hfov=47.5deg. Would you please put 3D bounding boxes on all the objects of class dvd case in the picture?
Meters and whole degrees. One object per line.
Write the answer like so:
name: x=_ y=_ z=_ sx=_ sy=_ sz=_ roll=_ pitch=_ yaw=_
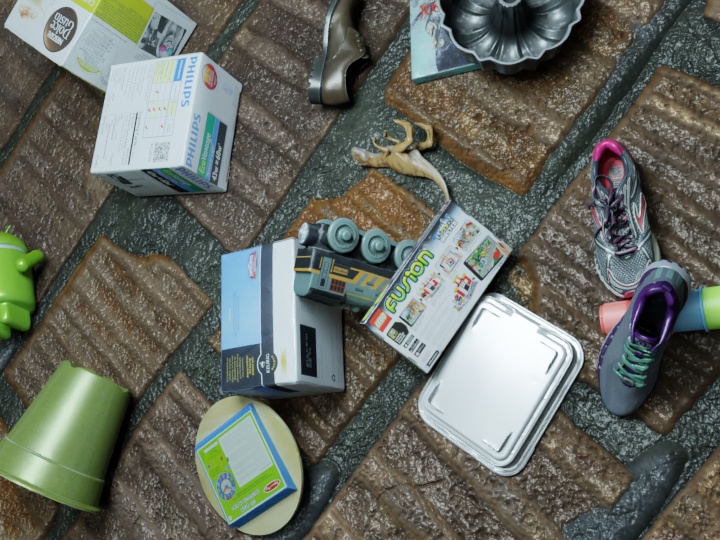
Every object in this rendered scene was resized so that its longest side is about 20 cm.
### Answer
dvd case: x=0.141 y=-0.389 z=1.225 sx=0.144 sy=0.022 sz=0.203 roll=-7 pitch=73 yaw=26

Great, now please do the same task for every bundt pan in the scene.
bundt pan: x=0.208 y=-0.360 z=1.133 sx=0.199 sy=0.076 sz=0.205 roll=-3 pitch=76 yaw=11

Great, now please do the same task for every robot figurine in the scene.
robot figurine: x=-0.654 y=0.019 z=1.481 sx=0.174 sy=0.116 sz=0.202 roll=-22 pitch=66 yaw=11

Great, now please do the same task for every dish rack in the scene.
dish rack: x=0.172 y=0.141 z=1.057 sx=0.171 sy=0.043 sz=0.201 roll=32 pitch=92 yaw=31

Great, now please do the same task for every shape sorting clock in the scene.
shape sorting clock: x=-0.161 y=0.280 z=1.178 sx=0.198 sy=0.039 sz=0.203 roll=2 pitch=94 yaw=35

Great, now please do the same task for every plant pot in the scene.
plant pot: x=-0.457 y=0.253 z=1.294 sx=0.198 sy=0.200 sz=0.192 roll=15 pitch=71 yaw=30

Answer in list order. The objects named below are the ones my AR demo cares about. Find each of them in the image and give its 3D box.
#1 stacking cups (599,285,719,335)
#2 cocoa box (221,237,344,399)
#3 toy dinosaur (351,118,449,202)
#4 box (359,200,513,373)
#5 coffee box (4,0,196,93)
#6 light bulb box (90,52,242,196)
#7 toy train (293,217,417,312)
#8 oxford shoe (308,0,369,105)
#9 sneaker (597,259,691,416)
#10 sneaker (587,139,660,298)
stacking cups: x=0.383 y=0.048 z=0.959 sx=0.198 sy=0.060 sz=0.061 roll=-10 pitch=72 yaw=26
cocoa box: x=-0.112 y=0.075 z=1.171 sx=0.130 sy=0.133 sz=0.203 roll=-11 pitch=72 yaw=27
toy dinosaur: x=0.077 y=-0.160 z=1.189 sx=0.199 sy=0.060 sz=0.107 roll=26 pitch=114 yaw=36
box: x=0.101 y=0.021 z=1.080 sx=0.110 sy=0.035 sz=0.201 roll=37 pitch=84 yaw=-5
coffee box: x=-0.459 y=-0.434 z=1.449 sx=0.199 sy=0.200 sz=0.199 roll=35 pitch=94 yaw=31
light bulb box: x=-0.321 y=-0.239 z=1.369 sx=0.198 sy=0.125 sz=0.201 roll=1 pitch=77 yaw=27
toy train: x=0.000 y=0.000 z=1.110 sx=0.085 sy=0.198 sz=0.115 roll=4 pitch=79 yaw=62
oxford shoe: x=-0.020 y=-0.351 z=1.281 sx=0.083 sy=0.073 sz=0.203 roll=9 pitch=84 yaw=13
sneaker: x=0.312 y=0.088 z=0.933 sx=0.074 sy=0.087 sz=0.202 roll=21 pitch=115 yaw=22
sneaker: x=0.316 y=-0.064 z=1.012 sx=0.080 sy=0.075 sz=0.202 roll=-15 pitch=67 yaw=24
